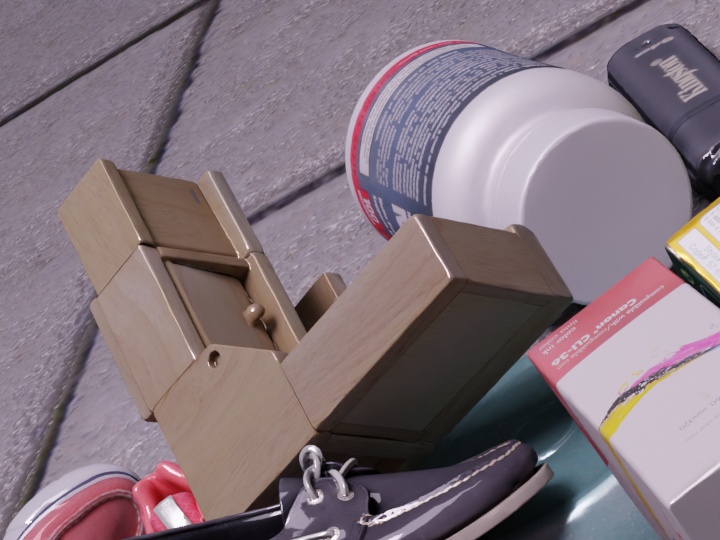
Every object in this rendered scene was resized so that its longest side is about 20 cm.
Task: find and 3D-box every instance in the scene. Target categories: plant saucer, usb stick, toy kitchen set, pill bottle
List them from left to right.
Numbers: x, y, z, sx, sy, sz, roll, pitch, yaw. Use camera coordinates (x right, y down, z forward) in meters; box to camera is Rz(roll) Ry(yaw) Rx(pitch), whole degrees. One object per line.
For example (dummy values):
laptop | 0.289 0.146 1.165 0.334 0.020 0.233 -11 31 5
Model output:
toy kitchen set | 0.000 0.000 1.165 0.180 0.163 0.200 -49 54 28
pill bottle | 0.079 -0.046 1.250 0.120 0.120 0.200 -41 21 -8
plant saucer | 0.088 0.081 1.097 0.200 0.036 0.200 -32 23 15
usb stick | 0.172 -0.085 1.300 0.055 0.033 0.200 -37 21 6

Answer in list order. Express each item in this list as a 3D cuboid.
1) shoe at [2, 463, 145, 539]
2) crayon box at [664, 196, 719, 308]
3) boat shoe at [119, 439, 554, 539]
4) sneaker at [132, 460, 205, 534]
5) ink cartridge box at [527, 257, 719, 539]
shoe | -0.157 0.184 1.236 0.200 0.071 0.091 -51 26 -18
crayon box | 0.238 -0.025 0.983 0.200 0.052 0.126 -40 52 -3
boat shoe | -0.019 0.106 1.039 0.200 0.063 0.073 -25 0 11
sneaker | -0.064 0.145 1.137 0.074 0.087 0.200 -40 22 -5
ink cartridge box | 0.142 0.083 0.898 0.067 0.117 0.200 -38 21 -1
